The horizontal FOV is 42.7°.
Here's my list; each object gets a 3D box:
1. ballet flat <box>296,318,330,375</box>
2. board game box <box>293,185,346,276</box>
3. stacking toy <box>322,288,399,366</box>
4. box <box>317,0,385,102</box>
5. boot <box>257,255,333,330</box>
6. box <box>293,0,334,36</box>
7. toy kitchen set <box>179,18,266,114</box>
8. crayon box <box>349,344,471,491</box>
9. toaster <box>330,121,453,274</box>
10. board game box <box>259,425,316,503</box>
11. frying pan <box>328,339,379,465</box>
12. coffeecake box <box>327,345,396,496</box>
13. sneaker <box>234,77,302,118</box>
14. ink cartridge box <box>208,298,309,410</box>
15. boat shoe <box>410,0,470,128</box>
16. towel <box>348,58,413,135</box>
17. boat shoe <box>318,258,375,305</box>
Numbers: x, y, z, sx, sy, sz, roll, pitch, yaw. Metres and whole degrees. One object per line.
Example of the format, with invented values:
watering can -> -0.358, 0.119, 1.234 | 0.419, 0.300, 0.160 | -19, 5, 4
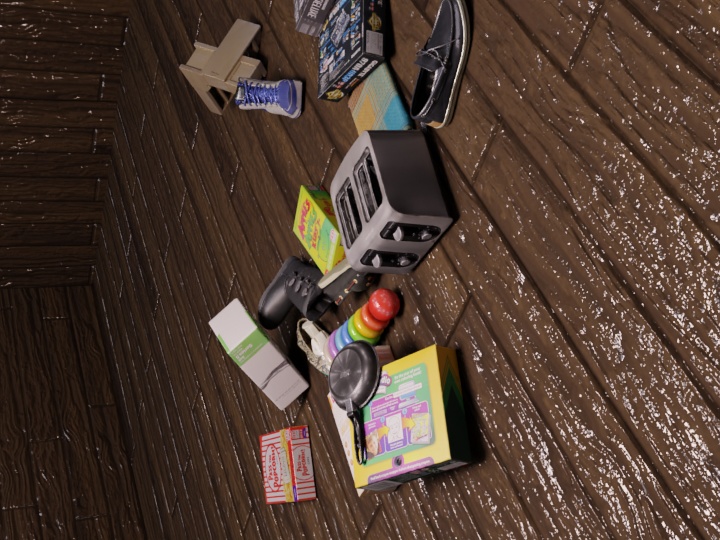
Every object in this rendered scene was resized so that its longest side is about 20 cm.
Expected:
ballet flat -> -0.082, 0.142, 1.793 | 0.200, 0.067, 0.076 | 35, 146, 61
board game box -> -0.069, -0.075, 1.783 | 0.200, 0.047, 0.103 | 52, 137, 50
stacking toy -> 0.007, 0.101, 1.610 | 0.201, 0.084, 0.086 | -54, 45, 46
box -> -0.018, -0.411, 1.635 | 0.199, 0.045, 0.162 | 152, 122, -61
boot -> -0.126, 0.067, 1.849 | 0.199, 0.065, 0.167 | 28, 94, 58
box -> -0.079, -0.563, 1.712 | 0.158, 0.049, 0.202 | 122, 150, -44
toy kitchen set -> -0.281, -0.471, 2.189 | 0.198, 0.181, 0.165 | 22, 73, 27
crayon box -> 0.070, 0.229, 1.419 | 0.198, 0.058, 0.176 | -26, 58, 38
toaster -> 0.046, -0.117, 1.466 | 0.181, 0.117, 0.203 | -50, 48, 52
board game box -> -0.160, 0.425, 2.005 | 0.200, 0.046, 0.154 | -32, 63, 61
frying pan -> -0.022, 0.203, 1.466 | 0.114, 0.031, 0.194 | 0, 74, 49
coffeecake box -> 0.024, 0.258, 1.584 | 0.154, 0.072, 0.202 | -60, 40, 45
sneaker -> -0.204, -0.369, 1.965 | 0.199, 0.113, 0.082 | 23, 113, 62
ink cartridge box -> -0.212, 0.176, 1.929 | 0.201, 0.084, 0.145 | 53, 174, -33
boat shoe -> 0.116, -0.314, 1.374 | 0.075, 0.061, 0.203 | -135, 51, -56
towel -> 0.032, -0.270, 1.595 | 0.147, 0.021, 0.202 | 121, 141, -47
boat shoe -> 0.001, -0.002, 1.635 | 0.063, 0.074, 0.201 | 46, 137, -6
